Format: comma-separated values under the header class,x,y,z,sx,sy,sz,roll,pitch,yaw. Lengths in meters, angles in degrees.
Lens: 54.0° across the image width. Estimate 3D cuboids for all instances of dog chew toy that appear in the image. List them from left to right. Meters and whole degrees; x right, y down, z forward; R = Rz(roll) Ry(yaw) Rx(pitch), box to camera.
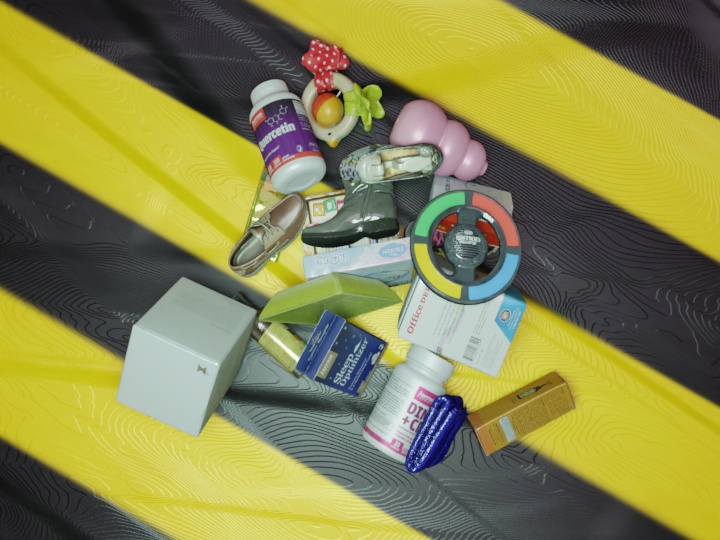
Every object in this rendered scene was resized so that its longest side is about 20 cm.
class,x,y,z,sx,sy,sz,roll,pitch,yaw
dog chew toy,0.156,-0.241,1.365,0.196,0.124,0.127,27,87,-7

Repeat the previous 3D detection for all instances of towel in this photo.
class,x,y,z,sx,sy,sz,roll,pitch,yaw
towel,-0.175,-0.126,1.409,0.084,0.018,0.205,17,88,2
towel,0.146,0.301,1.293,0.049,0.200,0.150,25,87,20

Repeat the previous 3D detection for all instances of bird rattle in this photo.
class,x,y,z,sx,sy,sz,roll,pitch,yaw
bird rattle,-0.055,-0.340,1.382,0.199,0.113,0.164,41,105,6

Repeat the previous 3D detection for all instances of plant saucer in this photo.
class,x,y,z,sx,sy,sz,roll,pitch,yaw
plant saucer,-0.055,0.051,1.278,0.197,0.198,0.049,-19,73,33

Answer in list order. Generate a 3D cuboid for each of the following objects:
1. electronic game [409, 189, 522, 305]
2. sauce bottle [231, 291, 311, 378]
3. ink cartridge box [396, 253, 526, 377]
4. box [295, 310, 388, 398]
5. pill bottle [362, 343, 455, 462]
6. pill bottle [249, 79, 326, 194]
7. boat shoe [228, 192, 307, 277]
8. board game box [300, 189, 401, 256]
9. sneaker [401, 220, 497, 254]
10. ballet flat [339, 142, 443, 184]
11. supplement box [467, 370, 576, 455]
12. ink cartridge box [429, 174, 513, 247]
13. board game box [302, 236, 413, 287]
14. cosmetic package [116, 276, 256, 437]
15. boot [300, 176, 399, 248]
class,x,y,z,sx,sy,sz,roll,pitch,yaw
electronic game,0.180,-0.041,1.207,0.194,0.042,0.206,1,74,-3
sauce bottle,-0.174,0.122,1.372,0.199,0.065,0.065,42,88,1
ink cartridge box,0.182,0.074,1.314,0.196,0.146,0.150,22,102,0
box,-0.031,0.160,1.313,0.032,0.199,0.123,27,86,39
pill bottle,0.094,0.248,1.338,0.111,0.113,0.204,28,88,2
pill bottle,-0.146,-0.259,1.358,0.110,0.113,0.204,-22,75,0
boat shoe,-0.178,-0.067,1.350,0.076,0.072,0.201,41,96,14
board game box,-0.021,-0.082,1.390,0.194,0.046,0.156,-9,87,0
sneaker,0.178,-0.068,1.366,0.194,0.087,0.076,7,87,1
ballet flat,0.055,-0.195,1.288,0.194,0.072,0.074,-7,87,6
supplement box,0.308,0.272,1.352,0.197,0.067,0.070,-29,104,0
ink cartridge box,0.206,-0.113,1.317,0.156,0.201,0.048,15,115,1
board game box,0.000,0.000,1.308,0.194,0.199,0.045,-10,77,-1
cosmetic package,-0.310,0.150,1.279,0.163,0.201,0.170,23,116,1
boot,-0.023,-0.121,1.347,0.194,0.068,0.134,-9,75,0
